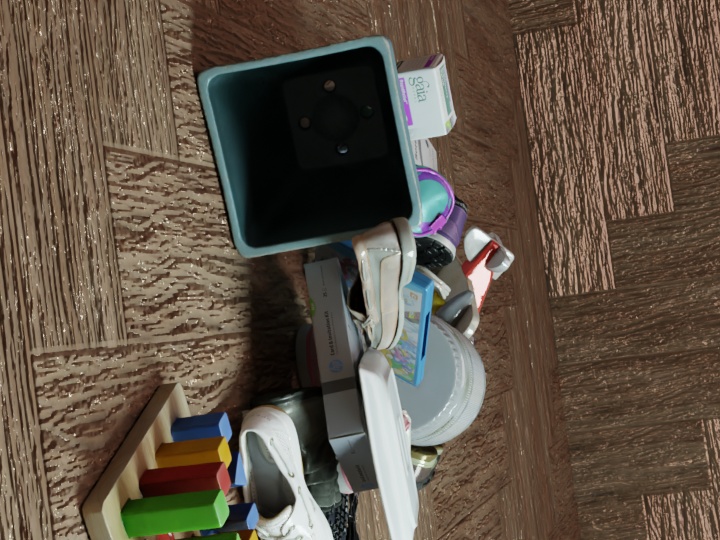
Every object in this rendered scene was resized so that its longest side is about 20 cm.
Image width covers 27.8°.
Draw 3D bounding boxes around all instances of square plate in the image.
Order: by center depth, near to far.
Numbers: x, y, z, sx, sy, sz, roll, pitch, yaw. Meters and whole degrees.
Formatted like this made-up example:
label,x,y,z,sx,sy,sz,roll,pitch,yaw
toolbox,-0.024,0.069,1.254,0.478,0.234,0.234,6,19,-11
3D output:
label,x,y,z,sx,sy,sz,roll,pitch,yaw
square plate,0.032,0.183,1.497,0.198,0.028,0.201,-47,126,-86

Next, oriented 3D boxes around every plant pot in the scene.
label,x,y,z,sx,sy,sz,roll,pitch,yaw
plant pot,-0.039,-0.145,1.536,0.200,0.195,0.197,-67,146,-74

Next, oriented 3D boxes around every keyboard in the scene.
label,x,y,z,sx,sy,sz,roll,pitch,yaw
keyboard,-0.021,0.253,1.694,0.127,0.021,0.201,64,24,-48

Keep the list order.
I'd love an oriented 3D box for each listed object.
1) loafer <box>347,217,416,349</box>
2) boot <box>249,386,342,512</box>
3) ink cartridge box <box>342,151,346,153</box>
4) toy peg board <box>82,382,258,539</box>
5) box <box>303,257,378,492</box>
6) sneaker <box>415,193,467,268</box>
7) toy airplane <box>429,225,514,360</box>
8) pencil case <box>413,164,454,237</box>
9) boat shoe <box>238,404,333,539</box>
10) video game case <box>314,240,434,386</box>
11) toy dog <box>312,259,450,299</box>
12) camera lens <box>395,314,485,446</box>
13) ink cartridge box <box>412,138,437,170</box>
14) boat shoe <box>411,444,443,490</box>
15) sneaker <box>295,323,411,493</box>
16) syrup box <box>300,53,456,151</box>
label,x,y,z,sx,sy,sz,roll,pitch,yaw
loafer,0.011,0.016,1.475,0.200,0.063,0.072,101,-24,-55
boot,-0.055,0.191,1.507,0.200,0.067,0.131,31,50,-73
ink cartridge box,-0.005,-0.153,1.774,0.200,0.119,0.042,-57,131,-67
toy peg board,-0.122,0.221,1.193,0.199,0.097,0.201,-65,144,-64
box,-0.016,0.110,1.518,0.156,0.041,0.201,72,8,-61
sneaker,0.065,-0.048,1.834,0.076,0.200,0.088,39,64,-28
toy airplane,0.120,0.028,1.977,0.200,0.141,0.200,130,-27,-65
pencil case,0.032,-0.090,1.759,0.093,0.085,0.200,62,-17,-21
boat shoe,-0.080,0.234,1.404,0.069,0.071,0.201,-39,112,-70
video game case,0.011,0.040,1.611,0.018,0.143,0.200,-50,160,-29
toy dog,0.000,0.000,1.748,0.200,0.096,0.132,40,-7,-25
camera lens,0.064,0.132,1.784,0.200,0.159,0.161,34,49,-75
ink cartridge box,0.048,-0.131,2.020,0.200,0.084,0.146,46,39,-65
boat shoe,0.068,0.255,1.944,0.201,0.072,0.066,8,103,-87
sneaker,0.001,0.147,1.642,0.075,0.104,0.201,-28,102,-66
syrup box,0.004,-0.187,1.668,0.081,0.199,0.079,-59,139,-67
